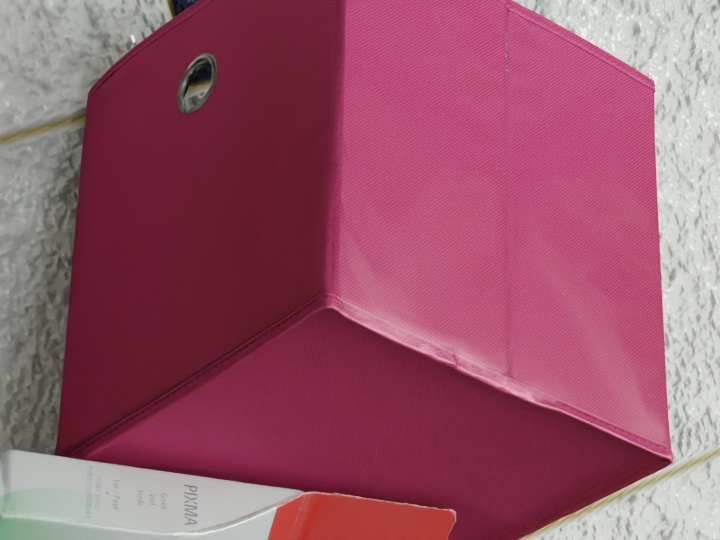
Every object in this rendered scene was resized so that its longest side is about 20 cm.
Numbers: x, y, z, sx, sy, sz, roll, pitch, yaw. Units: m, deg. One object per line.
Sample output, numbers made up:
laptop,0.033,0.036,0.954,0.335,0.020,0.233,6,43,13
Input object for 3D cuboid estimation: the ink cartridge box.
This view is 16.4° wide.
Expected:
ink cartridge box,-0.072,0.161,1.084,0.199,0.050,0.161,10,127,-10

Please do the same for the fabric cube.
fabric cube,0.000,0.000,1.099,0.200,0.196,0.200,25,52,-33
